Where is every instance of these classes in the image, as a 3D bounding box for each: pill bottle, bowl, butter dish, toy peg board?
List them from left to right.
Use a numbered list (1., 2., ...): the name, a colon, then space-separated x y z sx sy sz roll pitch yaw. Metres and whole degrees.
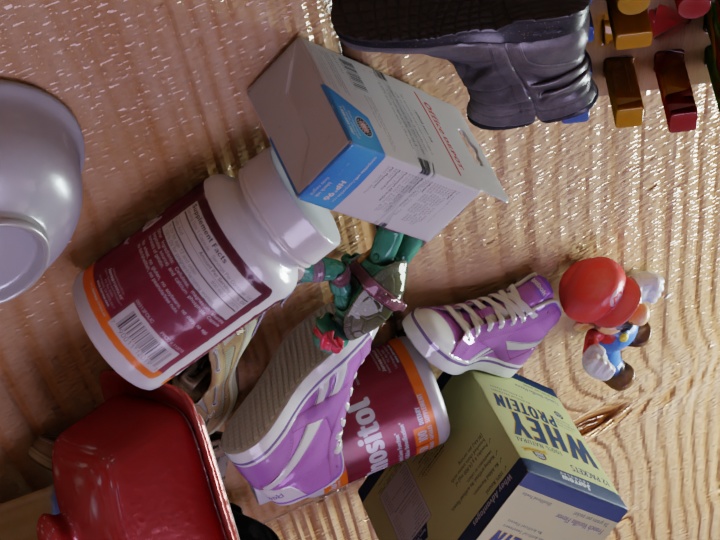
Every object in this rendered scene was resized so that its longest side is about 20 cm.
1. bowl: -0.282 -0.035 1.255 0.199 0.091 0.202 -20 147 -13
2. butter dish: -0.204 0.201 1.468 0.147 0.202 0.199 -22 -166 -29
3. pill bottle: -0.122 -0.004 1.392 0.199 0.115 0.114 -35 147 11
4. pill bottle: -0.022 0.150 1.682 0.198 0.114 0.113 -22 148 -8
5. toy peg board: 0.228 -0.184 1.353 0.197 0.099 0.201 -7 143 1

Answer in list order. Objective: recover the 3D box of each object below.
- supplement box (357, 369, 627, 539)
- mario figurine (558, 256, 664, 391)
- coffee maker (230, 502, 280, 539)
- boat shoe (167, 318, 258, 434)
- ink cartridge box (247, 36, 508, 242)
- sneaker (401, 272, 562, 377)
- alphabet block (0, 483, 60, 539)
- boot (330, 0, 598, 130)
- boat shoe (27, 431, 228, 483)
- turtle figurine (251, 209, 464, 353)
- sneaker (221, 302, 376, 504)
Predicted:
1. supplement box: 0.126 0.230 1.732 0.133 0.200 0.201 23 112 -30
2. mario figurine: 0.268 0.057 1.765 0.105 0.125 0.200 -18 153 9
3. coffee maker: -0.199 0.338 1.796 0.191 0.135 0.201 3 136 -37
4. boat shoe: -0.148 0.095 1.529 0.076 0.071 0.201 -51 166 -41
5. ink cartridge box: 0.017 -0.095 1.364 0.068 0.117 0.199 -43 144 25
6. sneaker: 0.125 0.040 1.686 0.114 0.073 0.200 -47 154 22
7. alphabet block: -0.277 0.324 1.612 0.199 0.199 0.194 -22 153 35
8. boot: 0.080 -0.155 1.312 0.197 0.070 0.132 1 145 8
9. boat shoe: -0.213 0.166 1.619 0.198 0.071 0.065 11 97 -34
10. turtle figurine: 0.000 0.000 1.493 0.200 0.101 0.150 -49 169 6
11. sneaker: -0.035 0.122 1.589 0.201 0.072 0.115 -50 126 -16
